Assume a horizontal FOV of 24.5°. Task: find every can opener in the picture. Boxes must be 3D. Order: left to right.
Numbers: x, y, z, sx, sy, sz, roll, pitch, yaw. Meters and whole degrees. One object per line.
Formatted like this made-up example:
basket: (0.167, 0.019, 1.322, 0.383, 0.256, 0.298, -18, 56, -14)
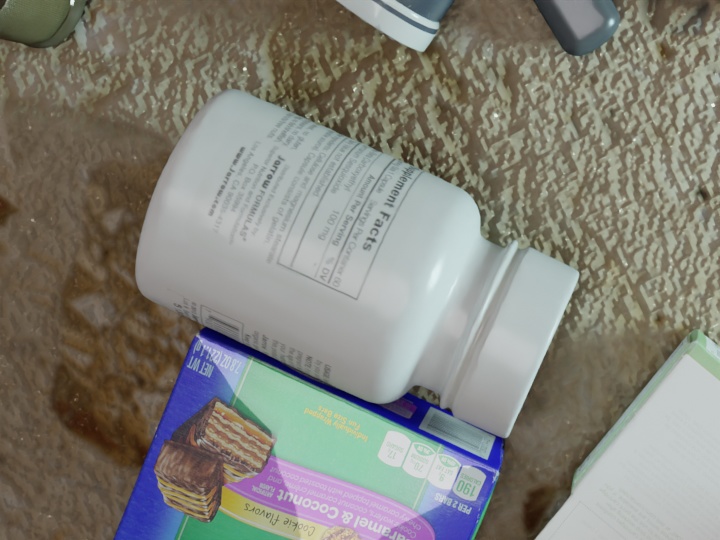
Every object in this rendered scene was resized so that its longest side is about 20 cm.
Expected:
can opener: (0.076, -0.202, 0.813, 0.066, 0.053, 0.201, -26, 91, 10)

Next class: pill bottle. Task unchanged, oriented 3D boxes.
pill bottle: (0.000, 0.000, 0.817, 0.198, 0.114, 0.115, 24, 100, 7)

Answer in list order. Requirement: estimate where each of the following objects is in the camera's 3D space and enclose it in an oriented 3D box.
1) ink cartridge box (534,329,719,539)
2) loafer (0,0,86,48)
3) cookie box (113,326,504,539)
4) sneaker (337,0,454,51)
ink cartridge box: (0.162, 0.153, 0.838, 0.145, 0.048, 0.201, 39, 101, 4)
loafer: (-0.229, -0.193, 0.862, 0.199, 0.067, 0.076, 36, 101, 5)
cookie box: (-0.040, 0.150, 0.860, 0.170, 0.075, 0.202, 24, 101, 6)
sneaker: (-0.032, -0.195, 0.823, 0.199, 0.079, 0.080, 31, 105, -6)
